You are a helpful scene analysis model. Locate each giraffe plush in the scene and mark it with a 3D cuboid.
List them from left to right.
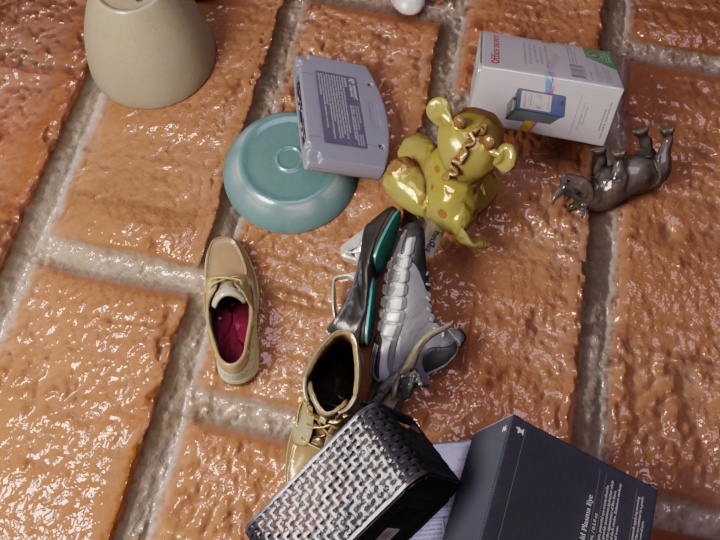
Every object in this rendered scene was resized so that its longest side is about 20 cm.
[{"bbox_3d":[0.125,-0.141,0.915,0.168,0.164,0.203,13,48,-7],"label":"giraffe plush"}]

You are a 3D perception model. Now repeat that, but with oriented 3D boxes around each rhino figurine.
[{"bbox_3d":[0.351,-0.130,0.990,0.196,0.089,0.060,-24,29,-10],"label":"rhino figurine"}]

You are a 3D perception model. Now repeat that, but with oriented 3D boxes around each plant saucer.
[{"bbox_3d":[-0.100,-0.151,1.012,0.195,0.036,0.205,0,66,-1],"label":"plant saucer"}]

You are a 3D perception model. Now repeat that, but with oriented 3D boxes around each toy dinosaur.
[{"bbox_3d":[0.042,0.138,0.828,0.047,0.088,0.202,36,97,8],"label":"toy dinosaur"}]

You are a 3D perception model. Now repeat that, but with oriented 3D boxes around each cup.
[{"bbox_3d":[-0.321,-0.365,1.041,0.195,0.144,0.205,0,66,-1],"label":"cup"}]

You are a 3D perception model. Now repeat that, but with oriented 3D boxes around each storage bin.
[{"bbox_3d":[-0.005,0.250,0.747,0.200,0.135,0.094,-44,57,6],"label":"storage bin"}]

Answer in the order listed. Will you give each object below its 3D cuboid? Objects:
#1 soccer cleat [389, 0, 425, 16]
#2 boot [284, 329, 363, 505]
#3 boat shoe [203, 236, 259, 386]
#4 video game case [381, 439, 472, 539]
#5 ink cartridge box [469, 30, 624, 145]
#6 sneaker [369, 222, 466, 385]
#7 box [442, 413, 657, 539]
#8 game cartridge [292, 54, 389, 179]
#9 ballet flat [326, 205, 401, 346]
[{"bbox_3d":[0.072,-0.509,1.143,0.068,0.087,0.205,-2,67,-2],"label":"soccer cleat"},{"bbox_3d":[-0.042,0.171,0.800,0.071,0.156,0.204,19,78,3],"label":"boot"},{"bbox_3d":[-0.164,0.040,0.909,0.072,0.067,0.204,-11,67,-6],"label":"boat shoe"},{"bbox_3d":[0.127,0.293,0.818,0.195,0.046,0.185,-4,66,-3],"label":"video game case"},{"bbox_3d":[0.257,-0.264,1.014,0.195,0.089,0.147,12,38,2],"label":"ink cartridge box"},{"bbox_3d":[0.083,0.048,0.897,0.113,0.075,0.205,12,94,-8],"label":"sneaker"},{"bbox_3d":[0.185,0.286,0.727,0.179,0.104,0.203,28,61,-6],"label":"box"},{"bbox_3d":[-0.025,-0.218,1.014,0.130,0.041,0.204,3,58,-18],"label":"game cartridge"},{"bbox_3d":[0.000,0.000,0.933,0.067,0.068,0.204,10,66,13],"label":"ballet flat"}]
